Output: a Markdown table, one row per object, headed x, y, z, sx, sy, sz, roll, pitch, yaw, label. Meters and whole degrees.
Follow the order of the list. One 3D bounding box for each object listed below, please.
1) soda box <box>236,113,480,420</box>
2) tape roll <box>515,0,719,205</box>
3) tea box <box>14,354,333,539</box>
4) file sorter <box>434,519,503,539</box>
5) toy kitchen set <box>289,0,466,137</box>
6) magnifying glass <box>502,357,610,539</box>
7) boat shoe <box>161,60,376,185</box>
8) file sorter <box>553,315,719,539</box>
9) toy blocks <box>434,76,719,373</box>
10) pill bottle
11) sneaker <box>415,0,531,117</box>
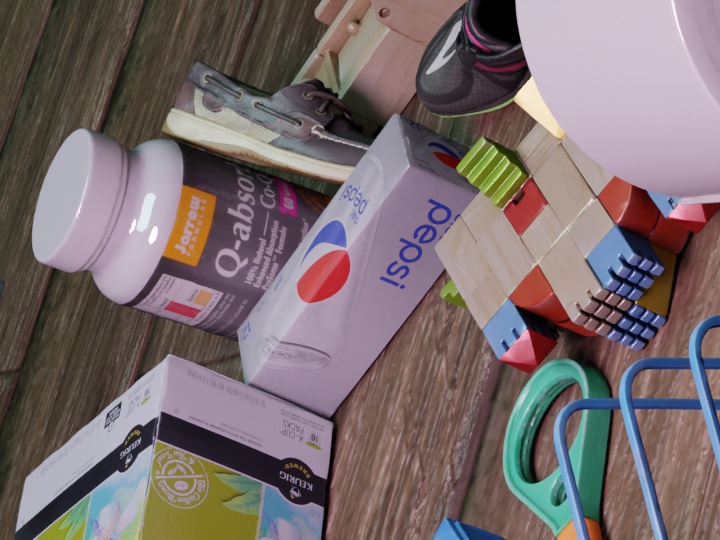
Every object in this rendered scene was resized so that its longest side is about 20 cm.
| x | y | z | sx | sy | sz | roll | pitch | yaw | label |
| --- | --- | --- | --- | --- | --- | --- | --- | --- | --- |
| 0.000 | 0.000 | 1.643 | 0.200 | 0.068 | 0.063 | -53 | 27 | 26 | soda box |
| 0.193 | -0.136 | 1.207 | 0.139 | 0.203 | 0.203 | -5 | 64 | 64 | tape roll |
| -0.131 | 0.197 | 1.649 | 0.200 | 0.134 | 0.197 | -40 | 35 | 44 | tea box |
| 0.097 | 0.225 | 1.136 | 0.123 | 0.139 | 0.200 | -62 | 23 | 13 | file sorter |
| -0.041 | -0.210 | 1.784 | 0.200 | 0.180 | 0.163 | -55 | 25 | 25 | toy kitchen set |
| 0.112 | 0.123 | 1.357 | 0.080 | 0.022 | 0.200 | -52 | 28 | 29 | magnifying glass |
| -0.041 | -0.098 | 1.704 | 0.201 | 0.072 | 0.066 | 14 | 93 | 28 | boat shoe |
| 0.193 | 0.075 | 1.045 | 0.200 | 0.139 | 0.123 | -37 | 60 | 48 | file sorter |
| 0.126 | -0.018 | 1.388 | 0.200 | 0.100 | 0.137 | -50 | 40 | 20 | toy blocks |
| -0.112 | -0.021 | 1.721 | 0.116 | 0.200 | 0.116 | -44 | 37 | 46 | pill bottle |
| 0.087 | -0.155 | 1.570 | 0.200 | 0.084 | 0.077 | -36 | 64 | 50 | sneaker |
